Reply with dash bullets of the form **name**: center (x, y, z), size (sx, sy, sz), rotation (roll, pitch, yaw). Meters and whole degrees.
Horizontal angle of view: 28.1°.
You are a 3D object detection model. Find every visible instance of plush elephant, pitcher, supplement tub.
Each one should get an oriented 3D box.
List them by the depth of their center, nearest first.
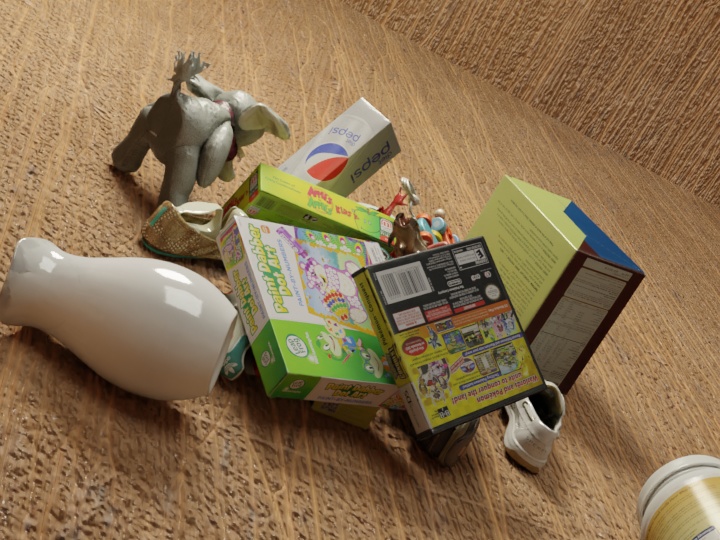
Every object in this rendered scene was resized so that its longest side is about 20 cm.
- **pitcher**: center (-0.216, 0.040, 1.321), size (0.199, 0.122, 0.172), rotation (20, 3, 1)
- **supplement tub**: center (0.381, 0.301, 1.518), size (0.144, 0.145, 0.200), rotation (24, 20, -21)
- **plush elephant**: center (-0.184, -0.166, 1.747), size (0.154, 0.201, 0.164), rotation (4, 24, -45)

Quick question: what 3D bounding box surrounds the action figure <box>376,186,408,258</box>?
- **action figure**: center (-0.005, -0.079, 1.897), size (0.199, 0.099, 0.065), rotation (30, -15, 25)

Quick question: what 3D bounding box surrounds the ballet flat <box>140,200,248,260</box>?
- **ballet flat**: center (-0.164, -0.043, 1.667), size (0.070, 0.066, 0.199), rotation (43, 21, 32)

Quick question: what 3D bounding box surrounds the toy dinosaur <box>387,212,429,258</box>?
- **toy dinosaur**: center (0.057, 0.047, 1.604), size (0.135, 0.201, 0.086), rotation (11, -19, 48)

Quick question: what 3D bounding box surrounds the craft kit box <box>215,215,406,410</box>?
- **craft kit box**: center (-0.035, 0.045, 1.474), size (0.196, 0.049, 0.201), rotation (7, 47, -37)

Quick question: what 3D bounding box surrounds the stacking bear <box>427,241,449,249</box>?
- **stacking bear**: center (0.124, 0.055, 1.753), size (0.200, 0.113, 0.122), rotation (21, 49, -57)

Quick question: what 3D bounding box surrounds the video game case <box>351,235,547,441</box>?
- **video game case**: center (0.096, 0.065, 1.497), size (0.199, 0.025, 0.182), rotation (-14, 79, -46)

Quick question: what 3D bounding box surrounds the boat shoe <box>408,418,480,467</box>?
- **boat shoe**: center (0.095, 0.142, 1.587), size (0.073, 0.075, 0.200), rotation (31, 17, -2)

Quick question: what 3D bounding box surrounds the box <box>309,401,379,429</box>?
- **box**: center (-0.034, 0.088, 1.560), size (0.075, 0.050, 0.200), rotation (23, 21, -26)

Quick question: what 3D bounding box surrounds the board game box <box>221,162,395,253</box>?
- **board game box**: center (-0.064, -0.053, 1.777), size (0.199, 0.102, 0.048), rotation (22, 46, -27)

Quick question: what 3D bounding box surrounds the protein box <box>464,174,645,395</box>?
- **protein box**: center (0.233, 0.020, 1.913), size (0.134, 0.201, 0.199), rotation (17, 23, -35)

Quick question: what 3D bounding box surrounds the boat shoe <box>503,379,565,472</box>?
- **boat shoe**: center (0.213, 0.162, 1.704), size (0.071, 0.069, 0.200), rotation (33, 22, -11)

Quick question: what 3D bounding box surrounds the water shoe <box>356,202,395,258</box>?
- **water shoe**: center (0.039, -0.023, 1.926), size (0.199, 0.072, 0.079), rotation (34, 22, 11)

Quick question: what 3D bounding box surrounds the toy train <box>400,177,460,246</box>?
- **toy train**: center (0.085, -0.031, 1.837), size (0.200, 0.055, 0.151), rotation (41, 26, -59)

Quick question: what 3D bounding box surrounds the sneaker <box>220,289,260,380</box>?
- **sneaker**: center (-0.117, 0.065, 1.488), size (0.094, 0.070, 0.200), rotation (52, 19, 6)

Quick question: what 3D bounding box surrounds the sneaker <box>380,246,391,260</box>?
- **sneaker**: center (0.000, 0.000, 1.687), size (0.071, 0.080, 0.200), rotation (43, -4, -7)

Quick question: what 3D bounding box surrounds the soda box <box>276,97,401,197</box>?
- **soda box**: center (-0.045, -0.128, 1.859), size (0.063, 0.200, 0.068), rotation (44, -12, 32)
